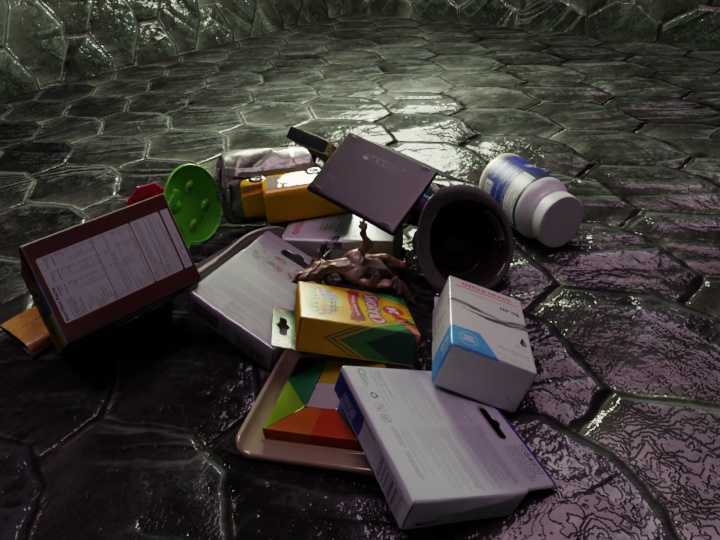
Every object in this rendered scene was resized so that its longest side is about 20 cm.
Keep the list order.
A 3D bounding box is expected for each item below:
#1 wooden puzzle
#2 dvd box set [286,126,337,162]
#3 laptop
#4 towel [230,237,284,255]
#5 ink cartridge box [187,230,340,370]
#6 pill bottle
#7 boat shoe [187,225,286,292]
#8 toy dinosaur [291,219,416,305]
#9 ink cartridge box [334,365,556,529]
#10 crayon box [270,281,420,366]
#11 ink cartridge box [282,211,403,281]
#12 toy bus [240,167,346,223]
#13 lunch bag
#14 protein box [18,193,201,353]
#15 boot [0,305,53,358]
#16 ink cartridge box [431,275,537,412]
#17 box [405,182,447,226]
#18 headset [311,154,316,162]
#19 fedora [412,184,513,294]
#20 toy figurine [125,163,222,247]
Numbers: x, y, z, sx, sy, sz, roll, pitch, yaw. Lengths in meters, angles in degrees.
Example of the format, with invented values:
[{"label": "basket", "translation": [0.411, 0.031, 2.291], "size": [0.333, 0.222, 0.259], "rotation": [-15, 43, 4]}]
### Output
[{"label": "wooden puzzle", "translation": [-0.038, 0.168, 0.725], "size": [0.193, 0.038, 0.187], "rotation": [5, 34, 15]}, {"label": "dvd box set", "translation": [-0.054, -0.245, 1.255], "size": [0.145, 0.030, 0.198], "rotation": [31, 4, 41]}, {"label": "laptop", "translation": [0.047, -0.146, 0.969], "size": [0.184, 0.117, 0.202], "rotation": [29, 72, 28]}, {"label": "towel", "translation": [-0.192, -0.010, 1.037], "size": [0.139, 0.025, 0.202], "rotation": [-4, 31, 9]}, {"label": "ink cartridge box", "translation": [-0.143, 0.038, 0.884], "size": [0.160, 0.058, 0.200], "rotation": [31, 37, 11]}, {"label": "pill bottle", "translation": [0.316, -0.132, 1.067], "size": [0.112, 0.119, 0.201], "rotation": [-14, 34, -15]}, {"label": "boat shoe", "translation": [-0.214, -0.025, 0.975], "size": [0.197, 0.074, 0.062], "rotation": [-34, 37, -24]}, {"label": "toy dinosaur", "translation": [0.000, 0.000, 0.894], "size": [0.134, 0.196, 0.089], "rotation": [-19, 56, 47]}, {"label": "ink cartridge box", "translation": [0.089, 0.187, 0.645], "size": [0.194, 0.042, 0.201], "rotation": [7, 27, -28]}, {"label": "crayon box", "translation": [-0.025, 0.070, 0.790], "size": [0.193, 0.052, 0.127], "rotation": [9, 19, -12]}, {"label": "ink cartridge box", "translation": [-0.025, -0.054, 1.019], "size": [0.192, 0.088, 0.148], "rotation": [1, 32, 12]}, {"label": "toy bus", "translation": [-0.114, -0.133, 1.016], "size": [0.193, 0.067, 0.079], "rotation": [-9, 33, -7]}, {"label": "lunch bag", "translation": [-0.188, -0.175, 1.118], "size": [0.193, 0.145, 0.167], "rotation": [-8, -5, -16]}, {"label": "protein box", "translation": [-0.372, 0.010, 0.844], "size": [0.197, 0.138, 0.197], "rotation": [-28, 5, -32]}, {"label": "boot", "translation": [-0.506, 0.050, 0.969], "size": [0.186, 0.070, 0.199], "rotation": [30, 53, 31]}, {"label": "ink cartridge box", "translation": [0.158, 0.080, 0.765], "size": [0.112, 0.068, 0.202], "rotation": [19, 30, -3]}, {"label": "box", "translation": [0.112, -0.127, 1.041], "size": [0.195, 0.037, 0.144], "rotation": [10, 33, -33]}, {"label": "headset", "translation": [-0.043, -0.161, 1.179], "size": [0.122, 0.096, 0.199], "rotation": [-27, 49, -32]}, {"label": "fedora", "translation": [0.154, -0.044, 0.934], "size": [0.194, 0.184, 0.090], "rotation": [-3, 0, -25]}, {"label": "toy figurine", "translation": [-0.405, -0.110, 1.154], "size": [0.179, 0.151, 0.205], "rotation": [0, 55, 33]}]
